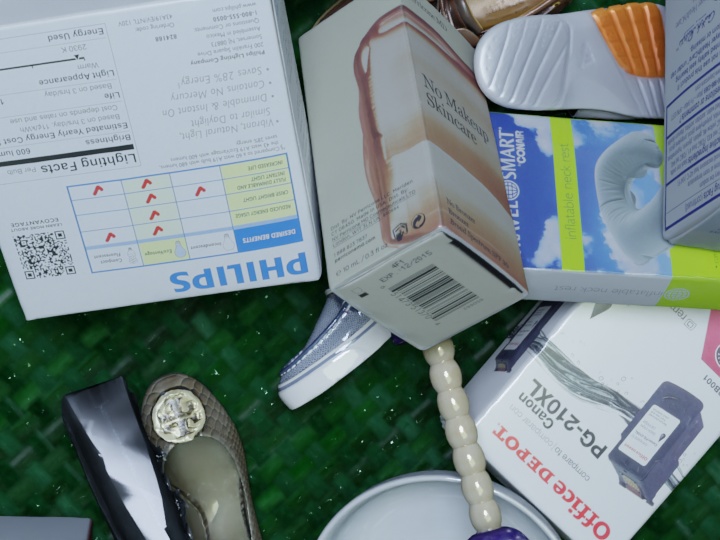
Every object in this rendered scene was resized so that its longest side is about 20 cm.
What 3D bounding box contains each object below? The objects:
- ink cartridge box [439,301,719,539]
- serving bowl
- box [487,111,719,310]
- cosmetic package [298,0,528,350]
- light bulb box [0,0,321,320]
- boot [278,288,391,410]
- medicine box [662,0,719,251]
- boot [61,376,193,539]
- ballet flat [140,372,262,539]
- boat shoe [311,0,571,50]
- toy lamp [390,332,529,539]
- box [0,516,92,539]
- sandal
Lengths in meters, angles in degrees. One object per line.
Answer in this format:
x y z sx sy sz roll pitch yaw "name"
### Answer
0.176 0.084 1.002 0.145 0.084 0.200 42 87 -9 "ink cartridge box"
0.060 0.231 0.996 0.197 0.066 0.203 2 101 10 "serving bowl"
0.152 -0.039 0.928 0.197 0.048 0.123 3 60 -7 "box"
0.030 -0.068 0.882 0.087 0.202 0.103 -29 142 26 "cosmetic package"
-0.133 -0.096 0.866 0.195 0.126 0.202 -8 127 2 "light bulb box"
0.000 0.000 0.982 0.200 0.073 0.091 -42 95 -12 "boot"
0.291 -0.114 0.883 0.179 0.103 0.203 7 76 -11 "medicine box"
-0.151 0.184 0.958 0.065 0.165 0.202 -24 79 -31 "boot"
-0.103 0.169 0.987 0.067 0.046 0.203 -16 97 -7 "ballet flat"
0.057 -0.180 0.969 0.198 0.068 0.073 -20 98 -6 "boat shoe"
0.061 0.092 0.922 0.057 0.058 0.203 -13 84 -7 "toy lamp"
-0.233 0.278 0.923 0.105 0.152 0.203 2 95 -8 "box"
0.149 -0.145 0.979 0.204 0.059 0.080 -3 94 -33 "sandal"
